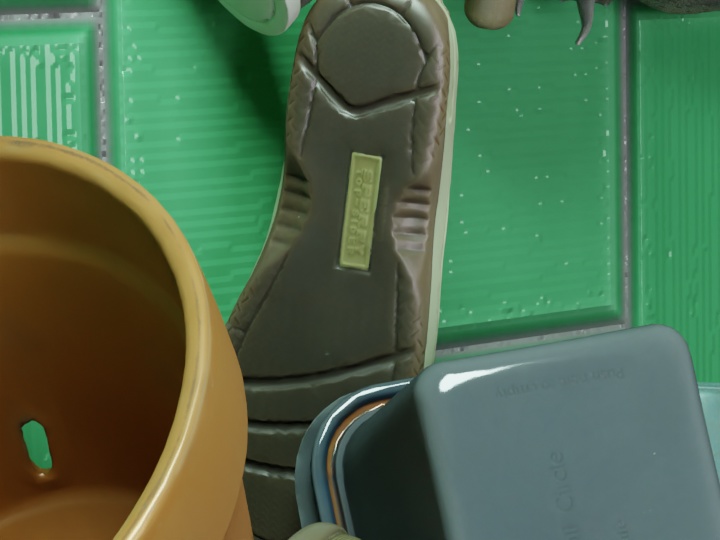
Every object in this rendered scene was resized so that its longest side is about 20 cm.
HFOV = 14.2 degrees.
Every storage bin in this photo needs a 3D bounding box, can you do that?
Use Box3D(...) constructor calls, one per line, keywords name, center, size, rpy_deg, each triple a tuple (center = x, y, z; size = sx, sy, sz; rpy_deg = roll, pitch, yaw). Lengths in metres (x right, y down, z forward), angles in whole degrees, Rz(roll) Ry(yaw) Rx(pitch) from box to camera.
Box3D(name="storage bin", center=(0.070, 0.111, 0.857), size=(0.144, 0.134, 0.201), rpy_deg=(-9, 77, -10))

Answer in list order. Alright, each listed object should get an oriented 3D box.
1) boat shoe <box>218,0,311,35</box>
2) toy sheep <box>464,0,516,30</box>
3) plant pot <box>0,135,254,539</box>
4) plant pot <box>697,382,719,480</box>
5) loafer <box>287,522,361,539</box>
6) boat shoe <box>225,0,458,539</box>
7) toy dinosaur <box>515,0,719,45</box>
Box3D(name="boat shoe", center=(-0.050, -0.174, 0.911), size=(0.060, 0.072, 0.203), rpy_deg=(-34, 112, -29))
Box3D(name="toy sheep", center=(0.049, -0.174, 0.944), size=(0.137, 0.138, 0.201), rpy_deg=(-21, 132, -39))
Box3D(name="plant pot", center=(-0.111, 0.082, 0.812), size=(0.201, 0.199, 0.140), rpy_deg=(-56, 142, -23))
Box3D(name="plant pot", center=(0.107, 0.143, 1.012), size=(0.199, 0.199, 0.198), rpy_deg=(9, 80, -42))
Box3D(name="loafer", center=(-0.003, 0.150, 0.767), size=(0.201, 0.067, 0.076), rpy_deg=(-82, 175, -47))
Box3D(name="boat shoe", center=(0.000, 0.000, 0.976), size=(0.076, 0.071, 0.201), rpy_deg=(-37, 143, -77))
Box3D(name="toy dinosaur", center=(0.120, -0.137, 1.080), size=(0.199, 0.077, 0.103), rpy_deg=(4, 111, -50))
